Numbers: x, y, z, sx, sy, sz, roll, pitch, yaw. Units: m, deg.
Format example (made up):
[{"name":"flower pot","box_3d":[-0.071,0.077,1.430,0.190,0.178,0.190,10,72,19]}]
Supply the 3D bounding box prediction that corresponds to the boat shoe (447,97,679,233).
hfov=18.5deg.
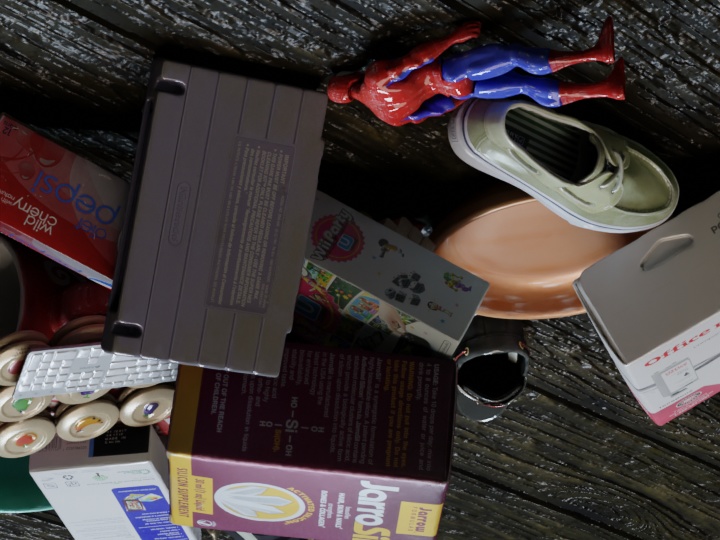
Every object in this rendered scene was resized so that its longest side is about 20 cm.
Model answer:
[{"name":"boat shoe","box_3d":[0.153,-0.072,1.557,0.200,0.072,0.062,17,176,-31]}]

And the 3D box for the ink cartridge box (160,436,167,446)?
[{"name":"ink cartridge box","box_3d":[-0.089,0.126,1.847,0.200,0.125,0.129,23,141,-40]}]

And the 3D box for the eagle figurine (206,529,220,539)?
[{"name":"eagle figurine","box_3d":[-0.087,0.236,2.062,0.152,0.151,0.200,-22,138,11]}]

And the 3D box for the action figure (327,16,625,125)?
[{"name":"action figure","box_3d":[0.074,-0.132,1.475,0.200,0.052,0.065,-7,147,14]}]

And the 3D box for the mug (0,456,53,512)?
[{"name":"mug","box_3d":[-0.300,0.117,1.810,0.185,0.114,0.152,5,151,-17]}]

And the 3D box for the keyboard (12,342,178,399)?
[{"name":"keyboard","box_3d":[-0.152,0.065,1.601,0.200,0.011,0.056,-5,149,-29]}]

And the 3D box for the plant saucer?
[{"name":"plant saucer","box_3d":[0.145,-0.022,1.701,0.200,0.037,0.200,-3,152,-2]}]

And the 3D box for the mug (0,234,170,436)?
[{"name":"mug","box_3d":[-0.208,0.064,1.688,0.200,0.133,0.178,19,-179,-43]}]

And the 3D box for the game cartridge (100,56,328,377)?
[{"name":"game cartridge","box_3d":[-0.096,-0.034,1.493,0.130,0.200,0.038,10,-179,-30]}]

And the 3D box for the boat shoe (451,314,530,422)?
[{"name":"boat shoe","box_3d":[0.103,0.086,1.872,0.074,0.063,0.201,-5,153,-4]}]

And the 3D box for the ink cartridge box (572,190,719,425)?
[{"name":"ink cartridge box","box_3d":[0.256,0.031,1.692,0.147,0.083,0.200,-31,158,5]}]

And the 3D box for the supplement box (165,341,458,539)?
[{"name":"supplement box","box_3d":[-0.036,0.125,1.597,0.200,0.103,0.131,6,149,0]}]

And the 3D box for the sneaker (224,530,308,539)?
[{"name":"sneaker","box_3d":[-0.060,0.185,1.753,0.083,0.072,0.200,-20,148,23]}]

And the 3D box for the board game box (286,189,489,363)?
[{"name":"board game box","box_3d":[-0.021,0.016,1.629,0.200,0.064,0.148,28,148,3]}]

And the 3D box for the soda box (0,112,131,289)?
[{"name":"soda box","box_3d":[-0.179,-0.031,1.522,0.200,0.070,0.063,29,172,-15]}]

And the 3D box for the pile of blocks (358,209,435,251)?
[{"name":"pile of blocks","box_3d":[0.000,0.000,1.707,0.082,0.062,0.200,30,148,-1]}]

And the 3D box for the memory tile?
[{"name":"memory tile","box_3d":[-0.178,0.076,1.629,0.200,0.017,0.153,-14,147,-18]}]

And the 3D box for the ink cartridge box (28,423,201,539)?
[{"name":"ink cartridge box","box_3d":[-0.191,0.186,1.779,0.099,0.039,0.200,-6,147,7]}]
